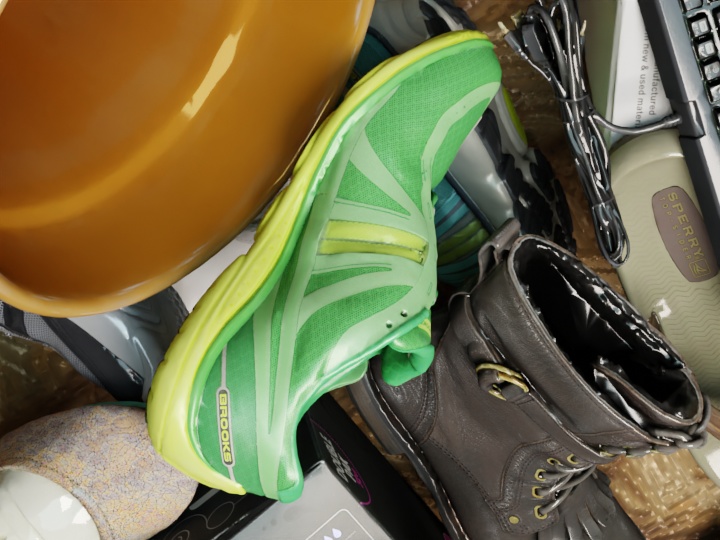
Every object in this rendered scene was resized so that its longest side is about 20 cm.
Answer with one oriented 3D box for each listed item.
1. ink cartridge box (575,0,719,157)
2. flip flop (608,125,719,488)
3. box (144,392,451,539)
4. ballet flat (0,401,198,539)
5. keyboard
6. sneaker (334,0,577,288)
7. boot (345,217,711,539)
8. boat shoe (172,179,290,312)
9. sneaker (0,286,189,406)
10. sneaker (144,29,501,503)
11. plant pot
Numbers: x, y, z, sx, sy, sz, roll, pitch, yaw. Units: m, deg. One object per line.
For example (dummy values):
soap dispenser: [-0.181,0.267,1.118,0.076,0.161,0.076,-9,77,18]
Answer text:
ink cartridge box: [0.189,-0.119,0.791,0.198,0.145,0.085,-1,132,-1]
flip flop: [0.151,0.033,0.774,0.081,0.058,0.201,-23,118,13]
box: [-0.011,0.157,0.856,0.124,0.149,0.200,-39,109,4]
ballet flat: [-0.145,0.106,0.802,0.199,0.067,0.068,-21,113,41]
keyboard: [0.126,-0.057,0.714,0.126,0.021,0.202,-19,105,4]
sneaker: [0.040,-0.029,0.863,0.079,0.078,0.201,-17,115,24]
boot: [0.085,0.072,0.808,0.200,0.174,0.069,45,65,-12]
boat shoe: [-0.063,-0.047,0.828,0.070,0.069,0.202,0,107,-12]
sneaker: [-0.157,0.010,0.810,0.200,0.075,0.114,46,102,5]
sneaker: [0.000,0.000,0.750,0.083,0.074,0.201,32,78,8]
plant pot: [-0.123,-0.116,0.719,0.200,0.183,0.201,-37,147,-29]
